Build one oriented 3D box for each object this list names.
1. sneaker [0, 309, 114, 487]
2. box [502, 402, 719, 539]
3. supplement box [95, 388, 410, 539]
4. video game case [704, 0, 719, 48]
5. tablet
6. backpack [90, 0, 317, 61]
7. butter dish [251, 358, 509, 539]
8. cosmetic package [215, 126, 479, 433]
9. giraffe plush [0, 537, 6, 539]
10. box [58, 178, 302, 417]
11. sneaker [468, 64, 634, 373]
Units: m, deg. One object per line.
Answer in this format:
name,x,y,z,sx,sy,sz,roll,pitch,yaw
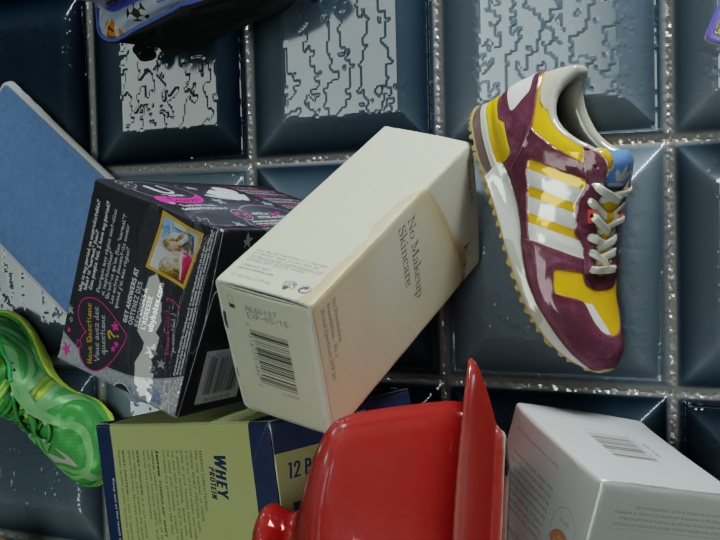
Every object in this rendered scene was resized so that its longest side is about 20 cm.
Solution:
sneaker,-0.288,0.116,0.984,0.200,0.084,0.074,42,111,20
box,0.138,0.202,0.710,0.124,0.097,0.200,-136,58,-69
supplement box,-0.067,0.193,0.811,0.200,0.134,0.201,-9,89,44
video game case,0.324,-0.191,0.644,0.181,0.045,0.200,29,106,24
tablet,-0.281,-0.062,1.011,0.200,0.014,0.130,41,111,20
backpack,-0.138,-0.275,0.847,0.200,0.154,0.191,-12,77,32
butter dish,0.010,0.161,0.658,0.147,0.200,0.200,2,73,10
cosmetic package,0.000,0.000,0.736,0.073,0.200,0.104,15,132,30
giraffe plush,-0.384,0.330,1.024,0.162,0.200,0.173,-14,89,58
box,-0.096,0.014,0.803,0.115,0.200,0.132,22,103,28
sneaker,0.142,-0.035,0.739,0.090,0.075,0.200,-26,81,33
